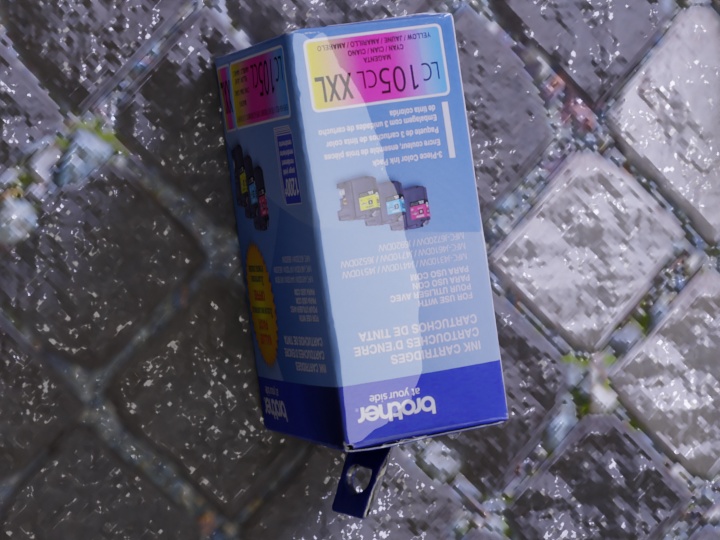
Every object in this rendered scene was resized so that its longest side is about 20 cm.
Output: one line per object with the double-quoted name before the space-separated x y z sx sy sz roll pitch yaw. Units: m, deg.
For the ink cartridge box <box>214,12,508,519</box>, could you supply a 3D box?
"ink cartridge box" 0.000 0.000 1.061 0.076 0.136 0.201 -10 92 -16
